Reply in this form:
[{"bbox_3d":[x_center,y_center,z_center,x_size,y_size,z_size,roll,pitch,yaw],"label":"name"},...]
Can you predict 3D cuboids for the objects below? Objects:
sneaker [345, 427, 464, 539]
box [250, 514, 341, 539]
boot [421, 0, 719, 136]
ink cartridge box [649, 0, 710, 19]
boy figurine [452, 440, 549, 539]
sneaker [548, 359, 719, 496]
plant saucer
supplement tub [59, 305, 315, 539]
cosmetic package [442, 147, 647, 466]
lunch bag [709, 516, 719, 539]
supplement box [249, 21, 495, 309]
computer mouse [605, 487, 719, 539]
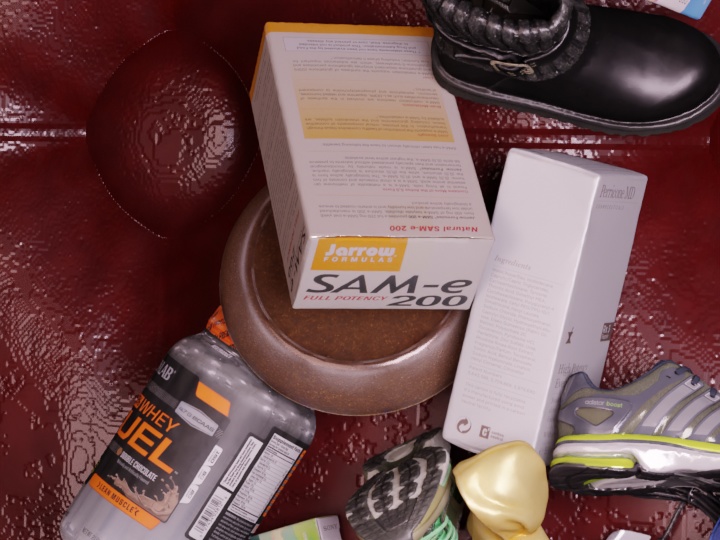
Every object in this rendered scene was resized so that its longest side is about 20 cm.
[{"bbox_3d":[0.046,0.167,1.556,0.077,0.200,0.089,-28,95,10],"label":"sneaker"},{"bbox_3d":[-0.090,0.272,1.698,0.199,0.036,0.145,-19,81,24],"label":"box"},{"bbox_3d":[0.138,-0.153,1.487,0.210,0.158,0.080,4,72,4],"label":"boot"},{"bbox_3d":[0.167,-0.253,1.476,0.125,0.200,0.129,35,104,22],"label":"ink cartridge box"},{"bbox_3d":[0.096,0.196,1.523,0.064,0.201,0.125,-14,43,-10],"label":"boy figurine"},{"bbox_3d":[0.219,0.097,1.498,0.199,0.074,0.081,0,71,-2],"label":"sneaker"},{"bbox_3d":[0.000,0.000,1.600,0.199,0.035,0.202,-1,68,3],"label":"plant saucer"},{"bbox_3d":[-0.114,0.134,1.648,0.122,0.122,0.201,31,87,23],"label":"supplement tub"},{"bbox_3d":[0.125,0.024,1.555,0.074,0.102,0.201,17,99,25],"label":"cosmetic package"},{"bbox_3d":[0.285,0.230,1.442,0.132,0.136,0.201,-4,106,27],"label":"lunch bag"},{"bbox_3d":[0.004,-0.071,1.552,0.074,0.125,0.201,107,158,-46],"label":"supplement box"},{"bbox_3d":[0.182,0.217,1.557,0.109,0.044,0.201,28,102,23],"label":"computer mouse"}]
